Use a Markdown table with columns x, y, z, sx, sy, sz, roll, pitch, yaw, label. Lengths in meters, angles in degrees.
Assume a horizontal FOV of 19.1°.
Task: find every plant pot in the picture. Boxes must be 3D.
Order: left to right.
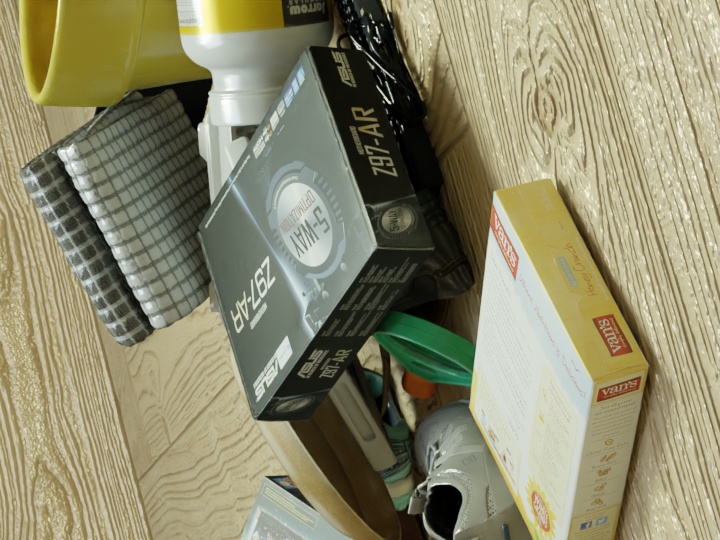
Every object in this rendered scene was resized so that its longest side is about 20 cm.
| x | y | z | sx | sy | sz | roll | pitch | yaw | label |
| --- | --- | --- | --- | --- | --- | --- | --- | --- | --- |
| -0.156 | -0.224 | 1.656 | 0.201 | 0.188 | 0.202 | -178 | 90 | -73 | plant pot |
| -0.037 | 0.116 | 1.530 | 0.200 | 0.027 | 0.200 | 54 | -173 | -10 | plant pot |

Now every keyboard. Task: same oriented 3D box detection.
| x | y | z | sx | sy | sz | roll | pitch | yaw | label |
| --- | --- | --- | --- | --- | --- | --- | --- | --- | --- |
| 0.006 | -0.129 | 1.460 | 0.104 | 0.039 | 0.201 | 102 | 151 | -62 | keyboard |

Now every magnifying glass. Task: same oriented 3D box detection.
| x | y | z | sx | sy | sz | roll | pitch | yaw | label |
| --- | --- | --- | --- | --- | --- | --- | --- | --- | --- |
| 0.044 | 0.063 | 1.453 | 0.200 | 0.079 | 0.023 | 97 | -162 | -80 | magnifying glass |

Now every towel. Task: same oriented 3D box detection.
| x | y | z | sx | sy | sz | roll | pitch | yaw | label |
| --- | --- | --- | --- | --- | --- | --- | --- | --- | --- |
| -0.176 | -0.046 | 1.691 | 0.166 | 0.085 | 0.200 | 60 | -158 | -9 | towel |

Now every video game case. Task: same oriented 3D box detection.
| x | y | z | sx | sy | sz | roll | pitch | yaw | label |
| --- | --- | --- | --- | --- | --- | --- | --- | --- | --- |
| -0.036 | 0.026 | 1.572 | 0.182 | 0.024 | 0.201 | 62 | -175 | -55 | video game case |

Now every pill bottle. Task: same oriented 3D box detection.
| x | y | z | sx | sy | sz | roll | pitch | yaw | label |
| --- | --- | --- | --- | --- | --- | --- | --- | --- | --- |
| -0.077 | -0.208 | 1.532 | 0.112 | 0.111 | 0.201 | -154 | 57 | -73 | pill bottle |

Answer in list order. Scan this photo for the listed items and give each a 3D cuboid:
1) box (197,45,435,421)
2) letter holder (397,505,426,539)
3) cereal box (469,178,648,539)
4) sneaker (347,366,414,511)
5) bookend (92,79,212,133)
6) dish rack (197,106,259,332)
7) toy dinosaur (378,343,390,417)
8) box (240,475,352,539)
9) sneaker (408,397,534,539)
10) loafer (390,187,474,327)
| x | y | z | sx | sy | sz | roll | pitch | yaw | label |
| --- | --- | --- | --- | --- | --- | --- | --- | --- | --- |
| -0.034 | -0.021 | 1.396 | 0.200 | 0.043 | 0.161 | -54 | 45 | 45 | box |
| -0.004 | 0.302 | 1.694 | 0.101 | 0.141 | 0.201 | 120 | 135 | -71 | letter holder |
| 0.110 | 0.066 | 1.225 | 0.201 | 0.039 | 0.144 | 94 | 158 | -50 | cereal box |
| -0.006 | 0.105 | 1.702 | 0.200 | 0.077 | 0.087 | 48 | 137 | 50 | sneaker |
| -0.180 | -0.180 | 1.886 | 0.200 | 0.092 | 0.200 | 150 | 134 | -76 | bookend |
| -0.082 | -0.050 | 1.676 | 0.172 | 0.043 | 0.201 | -32 | -59 | -68 | dish rack |
| 0.000 | 0.000 | 1.608 | 0.200 | 0.060 | 0.107 | -111 | -3 | -51 | toy dinosaur |
| -0.017 | 0.262 | 1.627 | 0.200 | 0.038 | 0.137 | 30 | 104 | 35 | box |
| 0.064 | 0.134 | 1.384 | 0.200 | 0.082 | 0.075 | -151 | 49 | -72 | sneaker |
| 0.026 | 0.016 | 1.452 | 0.072 | 0.073 | 0.200 | 52 | 163 | 9 | loafer |
